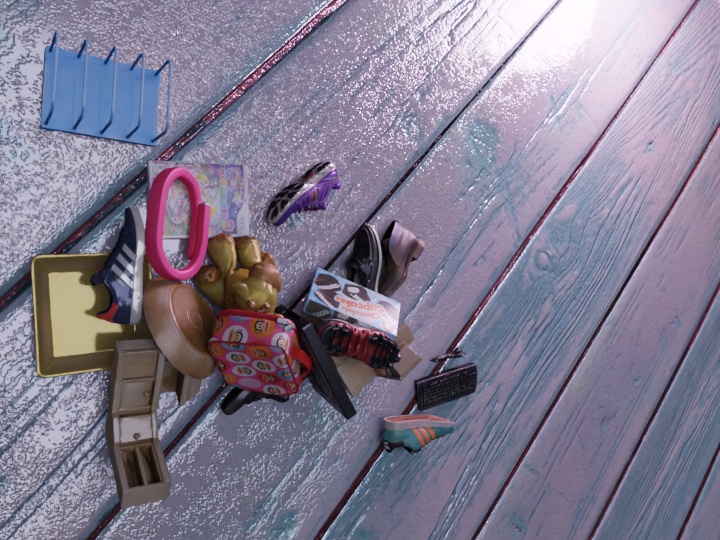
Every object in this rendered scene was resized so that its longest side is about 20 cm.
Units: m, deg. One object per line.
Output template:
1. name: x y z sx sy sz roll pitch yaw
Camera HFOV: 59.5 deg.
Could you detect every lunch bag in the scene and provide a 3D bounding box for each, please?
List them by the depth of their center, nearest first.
1. lunch bag: -0.173 0.156 1.148 0.171 0.202 0.083 6 55 7

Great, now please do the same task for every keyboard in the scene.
1. keyboard: 0.214 0.264 1.563 0.196 0.020 0.131 -11 95 -33

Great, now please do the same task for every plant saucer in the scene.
1. plant saucer: -0.468 0.072 1.108 0.196 0.048 0.206 -3 92 -33
2. plant saucer: -0.309 0.095 1.135 0.035 0.201 0.202 -28 109 12

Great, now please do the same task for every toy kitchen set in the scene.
1. toy kitchen set: -0.332 0.248 1.075 0.160 0.181 0.204 -1 121 -32
2. toy kitchen set: 0.017 0.139 1.344 0.199 0.162 0.183 -38 108 -28

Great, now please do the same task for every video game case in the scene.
1. video game case: -0.091 0.172 1.208 0.025 0.180 0.203 -31 109 -17
2. video game case: -0.313 -0.136 1.229 0.196 0.018 0.147 -3 90 -33

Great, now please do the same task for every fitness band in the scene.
1. fitness band: -0.329 -0.084 1.139 0.143 0.036 0.206 25 66 -67

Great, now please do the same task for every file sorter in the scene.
1. file sorter: -0.437 -0.311 1.091 0.196 0.122 0.143 4 86 -32

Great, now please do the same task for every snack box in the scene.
1. snack box: -0.014 0.076 1.313 0.196 0.038 0.117 23 33 -6

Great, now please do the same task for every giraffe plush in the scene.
1. giraffe plush: -0.214 0.035 1.198 0.169 0.161 0.206 8 88 -35

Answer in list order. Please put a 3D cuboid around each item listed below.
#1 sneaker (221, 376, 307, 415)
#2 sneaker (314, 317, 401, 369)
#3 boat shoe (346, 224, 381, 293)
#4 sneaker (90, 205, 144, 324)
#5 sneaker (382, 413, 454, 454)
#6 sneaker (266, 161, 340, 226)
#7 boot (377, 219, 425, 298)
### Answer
1. sneaker: -0.183 0.239 1.282 0.105 0.060 0.200 51 62 -18
2. sneaker: -0.010 0.140 1.241 0.197 0.097 0.072 19 92 -30
3. boat shoe: -0.002 0.000 1.396 0.065 0.074 0.205 -2 99 -44
4. sneaker: -0.415 -0.010 1.074 0.083 0.075 0.206 2 84 -25
5. sneaker: 0.135 0.387 1.485 0.196 0.071 0.082 5 91 -28
6. sneaker: -0.110 -0.151 1.328 0.199 0.080 0.085 -41 116 -27
7. boot: 0.067 -0.022 1.449 0.097 0.074 0.202 43 57 -14
